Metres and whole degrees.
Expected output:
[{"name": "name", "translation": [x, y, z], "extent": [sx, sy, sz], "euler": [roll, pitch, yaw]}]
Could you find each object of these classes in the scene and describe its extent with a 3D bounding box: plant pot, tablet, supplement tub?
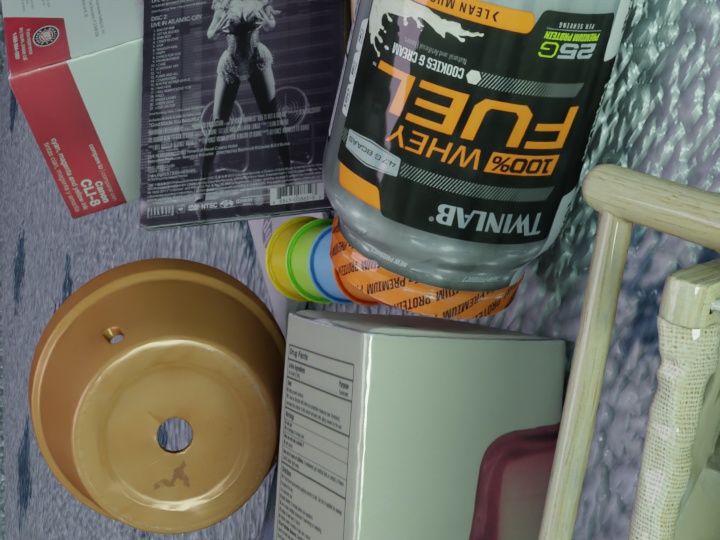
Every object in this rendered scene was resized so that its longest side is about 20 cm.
[{"name": "plant pot", "translation": [-0.136, 0.099, 0.994], "extent": [0.140, 0.199, 0.201], "euler": [-146, 61, -75]}, {"name": "tablet", "translation": [-0.064, -0.048, 1.117], "extent": [0.200, 0.014, 0.130], "euler": [-109, 30, -47]}, {"name": "supplement tub", "translation": [0.052, -0.087, 0.648], "extent": [0.123, 0.122, 0.201], "euler": [-120, 38, -56]}]

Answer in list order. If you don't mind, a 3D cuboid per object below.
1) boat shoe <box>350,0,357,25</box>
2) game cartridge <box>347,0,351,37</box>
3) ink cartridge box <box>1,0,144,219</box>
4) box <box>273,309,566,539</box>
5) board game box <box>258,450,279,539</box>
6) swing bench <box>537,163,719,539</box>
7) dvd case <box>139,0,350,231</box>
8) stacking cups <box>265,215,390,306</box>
[{"name": "boat shoe", "translation": [0.036, -0.122, 0.779], "extent": [0.074, 0.069, 0.201], "euler": [-36, -48, -62]}, {"name": "game cartridge", "translation": [0.015, -0.139, 0.885], "extent": [0.133, 0.041, 0.201], "euler": [-140, 56, -71]}, {"name": "ink cartridge box", "translation": [-0.150, -0.160, 1.050], "extent": [0.146, 0.199, 0.145], "euler": [-109, 2, -45]}, {"name": "box", "translation": [0.024, 0.125, 0.708], "extent": [0.128, 0.109, 0.201], "euler": [-171, 85, -70]}, {"name": "board game box", "translation": [-0.016, 0.192, 0.904], "extent": [0.200, 0.041, 0.201], "euler": [-119, 37, -56]}, {"name": "swing bench", "translation": [0.141, 0.091, 0.367], "extent": [0.200, 0.129, 0.200], "euler": [-144, 60, -66]}, {"name": "dvd case", "translation": [-0.076, -0.131, 0.912], "extent": [0.016, 0.148, 0.201], "euler": [24, -117, -66]}, {"name": "stacking cups", "translation": [0.000, 0.000, 0.881], "extent": [0.200, 0.060, 0.061], "euler": [-168, 82, -66]}]
